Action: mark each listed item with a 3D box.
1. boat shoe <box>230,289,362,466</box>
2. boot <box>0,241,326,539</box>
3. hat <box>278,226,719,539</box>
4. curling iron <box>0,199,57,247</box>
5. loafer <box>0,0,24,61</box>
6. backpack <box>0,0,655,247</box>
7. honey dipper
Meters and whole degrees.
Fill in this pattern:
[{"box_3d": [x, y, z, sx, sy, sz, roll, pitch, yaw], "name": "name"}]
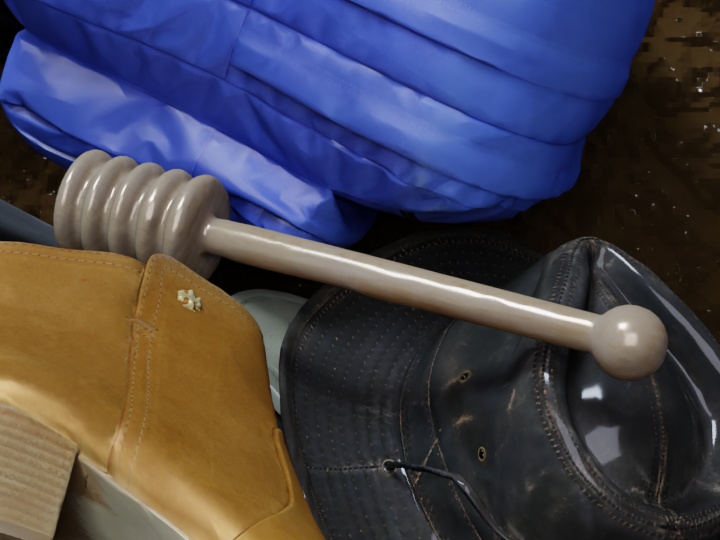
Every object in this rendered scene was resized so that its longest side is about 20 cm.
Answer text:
[{"box_3d": [0.023, 0.087, 0.851, 0.199, 0.075, 0.066, 35, 123, 3], "name": "boat shoe"}, {"box_3d": [-0.032, 0.065, 0.733, 0.201, 0.071, 0.144, 25, 34, -12], "name": "boot"}, {"box_3d": [0.069, 0.046, 0.800, 0.200, 0.081, 0.201, 14, 46, -15], "name": "hat"}, {"box_3d": [-0.189, -0.038, 0.872, 0.200, 0.050, 0.026, 18, 34, -24], "name": "curling iron"}, {"box_3d": [-0.190, -0.094, 0.906, 0.200, 0.073, 0.071, -28, 76, -5], "name": "loafer"}, {"box_3d": [-0.007, -0.087, 0.856, 0.200, 0.163, 0.168, 21, 105, 8], "name": "backpack"}, {"box_3d": [0.000, 0.000, 0.775, 0.200, 0.038, 0.038, 13, 75, 21], "name": "honey dipper"}]
